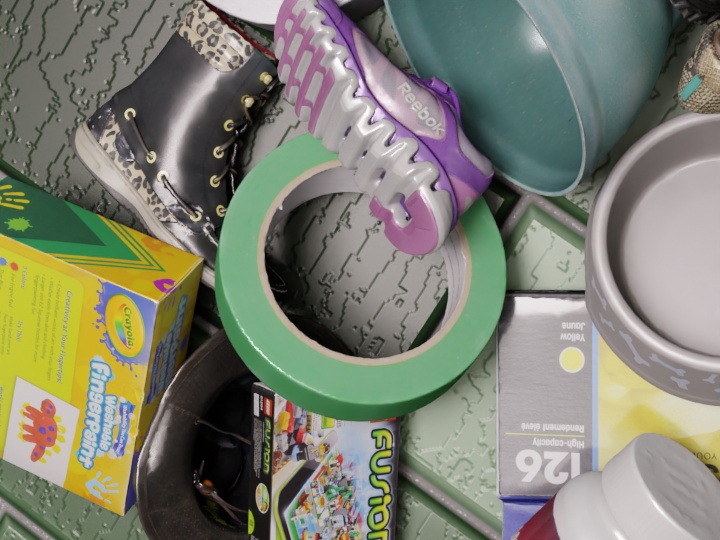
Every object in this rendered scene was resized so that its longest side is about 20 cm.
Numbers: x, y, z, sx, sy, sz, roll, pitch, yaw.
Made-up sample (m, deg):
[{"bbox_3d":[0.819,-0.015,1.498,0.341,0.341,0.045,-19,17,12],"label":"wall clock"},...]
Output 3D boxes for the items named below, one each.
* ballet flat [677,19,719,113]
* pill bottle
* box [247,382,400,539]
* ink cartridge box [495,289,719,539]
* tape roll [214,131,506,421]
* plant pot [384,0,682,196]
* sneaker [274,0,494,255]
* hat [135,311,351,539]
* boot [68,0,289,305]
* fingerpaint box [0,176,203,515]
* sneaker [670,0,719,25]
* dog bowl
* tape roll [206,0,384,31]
[{"bbox_3d":[0.281,-0.146,0.811,0.198,0.075,0.068,-21,75,-27],"label":"ballet flat"},{"bbox_3d":[0.152,0.205,0.833,0.109,0.109,0.200,42,119,7],"label":"pill bottle"},{"bbox_3d":[-0.027,0.177,0.898,0.035,0.109,0.203,13,104,55],"label":"box"},{"bbox_3d":[0.193,0.114,0.877,0.195,0.047,0.203,-1,91,12],"label":"ink cartridge box"},{"bbox_3d":[0.000,0.000,0.859,0.198,0.048,0.203,4,68,-9],"label":"tape roll"},{"bbox_3d":[0.124,-0.169,0.812,0.134,0.200,0.201,-36,85,-15],"label":"plant pot"},{"bbox_3d":[0.019,-0.110,0.843,0.088,0.081,0.201,-30,80,-28],"label":"sneaker"},{"bbox_3d":[-0.089,0.125,0.918,0.081,0.199,0.203,14,106,57],"label":"hat"},{"bbox_3d":[-0.099,-0.084,0.917,0.203,0.073,0.154,43,99,5],"label":"boot"},{"bbox_3d":[-0.215,0.056,0.918,0.165,0.073,0.202,22,123,11],"label":"fingerpaint box"},{"bbox_3d":[0.234,-0.211,0.782,0.080,0.199,0.074,52,133,14],"label":"sneaker"},{"bbox_3d":[0.240,-0.015,0.819,0.197,0.059,0.203,-3,75,12],"label":"dog bowl"},{"bbox_3d":[-0.048,-0.274,0.894,0.198,0.066,0.203,1,95,13],"label":"tape roll"}]
